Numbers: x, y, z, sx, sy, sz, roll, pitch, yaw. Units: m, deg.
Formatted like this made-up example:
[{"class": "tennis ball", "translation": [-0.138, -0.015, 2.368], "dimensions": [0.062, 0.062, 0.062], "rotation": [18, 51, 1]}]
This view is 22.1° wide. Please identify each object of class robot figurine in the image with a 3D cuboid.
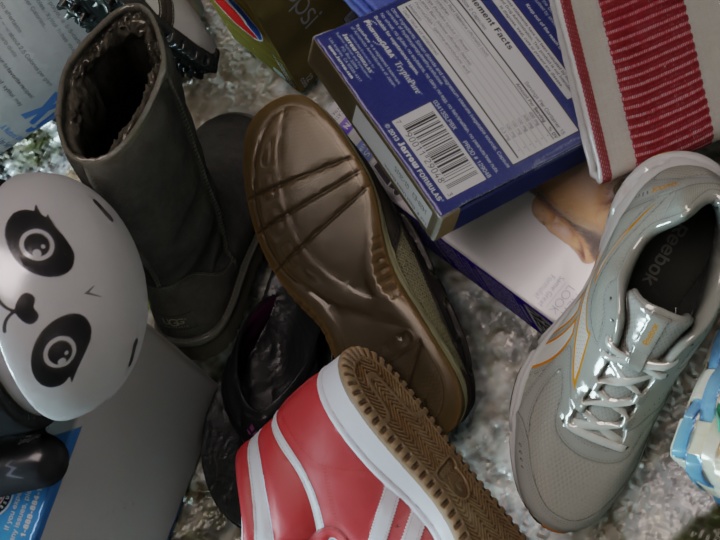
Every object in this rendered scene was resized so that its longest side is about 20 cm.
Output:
[{"class": "robot figurine", "translation": [-0.201, 0.023, 0.887], "dimensions": [0.199, 0.151, 0.125], "rotation": [-11, 49, 14]}]

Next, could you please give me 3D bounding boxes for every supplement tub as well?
[{"class": "supplement tub", "translation": [-0.211, -0.156, 1.128], "dimensions": [0.199, 0.132, 0.132], "rotation": [-32, 61, 5]}]

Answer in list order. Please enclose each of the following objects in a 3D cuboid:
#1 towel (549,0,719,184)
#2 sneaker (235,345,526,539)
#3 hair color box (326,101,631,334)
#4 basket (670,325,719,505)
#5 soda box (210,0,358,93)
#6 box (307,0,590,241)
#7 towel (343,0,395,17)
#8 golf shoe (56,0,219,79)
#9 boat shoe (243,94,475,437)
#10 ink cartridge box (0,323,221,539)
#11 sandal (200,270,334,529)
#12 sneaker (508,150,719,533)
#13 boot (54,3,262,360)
[{"class": "towel", "translation": [0.185, -0.142, 0.948], "dimensions": [0.199, 0.023, 0.145], "rotation": [-21, 104, -21]}, {"class": "sneaker", "translation": [0.015, 0.149, 0.948], "dimensions": [0.112, 0.071, 0.201], "rotation": [-37, 85, 27]}, {"class": "hair color box", "translation": [0.079, -0.052, 1.019], "dimensions": [0.200, 0.065, 0.109], "rotation": [38, 84, 27]}, {"class": "basket", "translation": [0.256, 0.070, 0.858], "dimensions": [0.199, 0.139, 0.177], "rotation": [11, 72, 34]}, {"class": "soda box", "translation": [-0.063, -0.188, 1.046], "dimensions": [0.064, 0.200, 0.068], "rotation": [-46, 61, -8]}, {"class": "box", "translation": [0.088, -0.109, 0.965], "dimensions": [0.199, 0.032, 0.121], "rotation": [-28, 70, -19]}, {"class": "towel", "translation": [0.094, -0.168, 1.037], "dimensions": [0.199, 0.024, 0.145], "rotation": [-27, 55, -18]}, {"class": "golf shoe", "translation": [-0.143, -0.188, 1.019], "dimensions": [0.078, 0.200, 0.095], "rotation": [-3, 53, 57]}, {"class": "boat shoe", "translation": [0.000, 0.000, 0.995], "dimensions": [0.073, 0.065, 0.201], "rotation": [-26, 84, 18]}, {"class": "ink cartridge box", "translation": [-0.210, 0.087, 1.018], "dimensions": [0.199, 0.145, 0.148], "rotation": [12, 73, 24]}, {"class": "sandal", "translation": [-0.044, 0.045, 1.030], "dimensions": [0.075, 0.048, 0.202], "rotation": [9, 71, 23]}, {"class": "sneaker", "translation": [0.127, 0.038, 0.896], "dimensions": [0.075, 0.092, 0.201], "rotation": [20, 98, -2]}, {"class": "boot", "translation": [-0.103, -0.070, 1.001], "dimensions": [0.072, 0.200, 0.183], "rotation": [-8, 51, 15]}]
